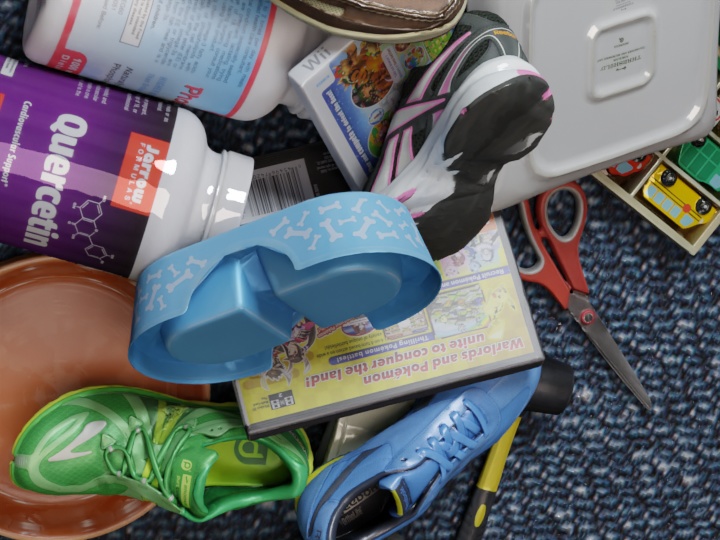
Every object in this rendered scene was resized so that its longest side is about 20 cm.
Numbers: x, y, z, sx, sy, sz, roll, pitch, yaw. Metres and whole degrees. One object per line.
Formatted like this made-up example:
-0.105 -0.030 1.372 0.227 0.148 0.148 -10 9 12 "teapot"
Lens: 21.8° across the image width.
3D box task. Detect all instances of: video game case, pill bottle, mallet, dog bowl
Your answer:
0.054 -0.143 1.174 0.200 0.018 0.143 -42 145 -8 "video game case"
-0.172 -0.061 1.156 0.200 0.112 0.113 15 100 -9 "pill bottle"
0.102 0.150 1.338 0.066 0.041 0.200 7 107 -12 "mallet"
-0.050 0.010 1.130 0.200 0.050 0.111 -21 152 18 "dog bowl"
0.000 0.000 1.223 0.200 0.026 0.181 -14 76 -7 "video game case"
-0.101 -0.157 1.164 0.200 0.109 0.109 15 100 -17 "pill bottle"

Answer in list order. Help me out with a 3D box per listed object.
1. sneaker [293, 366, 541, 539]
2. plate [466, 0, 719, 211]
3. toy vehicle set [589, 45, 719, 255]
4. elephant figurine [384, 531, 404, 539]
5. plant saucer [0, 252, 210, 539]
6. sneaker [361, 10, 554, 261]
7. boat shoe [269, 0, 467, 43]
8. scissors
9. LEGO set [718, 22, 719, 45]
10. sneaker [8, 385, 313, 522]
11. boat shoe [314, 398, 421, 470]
0.047 0.121 1.226 0.200 0.078 0.066 -38 109 -5 "sneaker"
0.159 -0.143 1.194 0.199 0.032 0.200 -19 126 -23 "plate"
0.195 -0.117 1.293 0.200 0.027 0.124 36 93 -20 "toy vehicle set"
0.003 0.260 1.251 0.141 0.200 0.155 -13 107 -10 "elephant figurine"
-0.201 0.083 1.243 0.200 0.032 0.200 -4 106 -14 "plant saucer"
0.050 -0.080 1.151 0.080 0.086 0.200 12 139 -32 "sneaker"
-0.034 -0.187 1.074 0.202 0.075 0.075 17 78 0 "boat shoe"
0.149 0.026 1.328 0.073 0.014 0.200 -24 110 -10 "scissors"
0.312 -0.221 1.217 0.116 0.200 0.154 -8 80 -13 "LEGO set"
-0.126 0.118 1.211 0.200 0.084 0.074 0 105 -14 "sneaker"
0.017 0.073 1.280 0.073 0.062 0.200 19 99 -14 "boat shoe"
